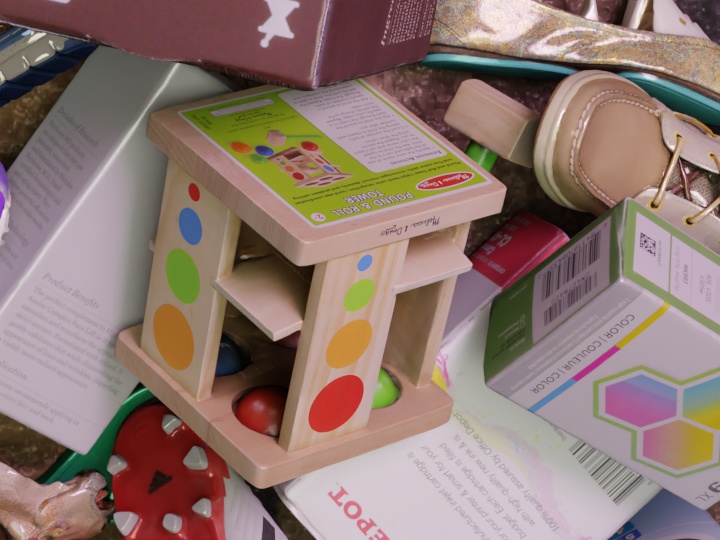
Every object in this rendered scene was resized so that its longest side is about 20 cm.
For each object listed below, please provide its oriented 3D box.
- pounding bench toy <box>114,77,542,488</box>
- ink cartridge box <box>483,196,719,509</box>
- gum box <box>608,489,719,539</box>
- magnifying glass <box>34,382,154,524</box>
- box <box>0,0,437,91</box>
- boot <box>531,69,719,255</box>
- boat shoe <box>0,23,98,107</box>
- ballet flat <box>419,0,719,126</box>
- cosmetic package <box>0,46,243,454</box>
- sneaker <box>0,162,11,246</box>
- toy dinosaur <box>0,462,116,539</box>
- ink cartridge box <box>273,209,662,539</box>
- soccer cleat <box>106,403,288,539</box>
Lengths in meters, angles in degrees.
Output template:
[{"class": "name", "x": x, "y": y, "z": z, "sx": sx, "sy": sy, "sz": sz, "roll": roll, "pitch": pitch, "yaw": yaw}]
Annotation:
[{"class": "pounding bench toy", "x": 0.000, "y": 0.000, "z": 1.358, "sx": 0.200, "sy": 0.124, "sz": 0.156, "roll": -16, "pitch": 131, "yaw": -37}, {"class": "ink cartridge box", "x": 0.170, "y": 0.055, "z": 1.365, "sx": 0.200, "sy": 0.059, "sz": 0.104, "roll": 31, "pitch": 133, "yaw": -23}, {"class": "gum box", "x": 0.129, "y": 0.197, "z": 1.433, "sx": 0.170, "sy": 0.200, "sz": 0.045, "roll": -30, "pitch": 108, "yaw": -3}, {"class": "magnifying glass", "x": -0.151, "y": 0.116, "z": 1.458, "sx": 0.199, "sy": 0.022, "sz": 0.080, "roll": -22, "pitch": 106, "yaw": -6}, {"class": "box", "x": -0.054, "y": -0.185, "z": 1.285, "sx": 0.165, "sy": 0.200, "sz": 0.165, "roll": 14, "pitch": 101, "yaw": 13}, {"class": "boot", "x": 0.186, "y": -0.033, "z": 1.371, "sx": 0.200, "sy": 0.154, "sz": 0.072, "roll": 26, "pitch": 89, "yaw": -54}, {"class": "boat shoe", "x": -0.228, "y": -0.097, "z": 1.372, "sx": 0.200, "sy": 0.072, "sz": 0.073, "roll": -28, "pitch": 84, "yaw": 5}, {"class": "ballet flat", "x": 0.125, "y": -0.122, "z": 1.431, "sx": 0.199, "sy": 0.071, "sz": 0.071, "roll": 11, "pitch": 101, "yaw": -13}, {"class": "cosmetic package", "x": -0.129, "y": -0.018, "z": 1.387, "sx": 0.102, "sy": 0.074, "sz": 0.200, "roll": 34, "pitch": 94, "yaw": -41}, {"class": "sneaker", "x": -0.267, "y": -0.006, "z": 1.342, "sx": 0.200, "sy": 0.070, "sz": 0.100, "roll": -30, "pitch": 146, "yaw": 10}, {"class": "toy dinosaur", "x": -0.235, "y": 0.119, "z": 1.401, "sx": 0.199, "sy": 0.086, "sz": 0.136, "roll": 2, "pitch": 137, "yaw": 13}, {"class": "ink cartridge box", "x": 0.067, "y": 0.089, "z": 1.451, "sx": 0.200, "sy": 0.086, "sz": 0.148, "roll": -41, "pitch": 108, "yaw": -2}, {"class": "soccer cleat", "x": -0.063, "y": 0.154, "z": 1.407, "sx": 0.069, "sy": 0.200, "sz": 0.085, "roll": -40, "pitch": 150, "yaw": 5}]
